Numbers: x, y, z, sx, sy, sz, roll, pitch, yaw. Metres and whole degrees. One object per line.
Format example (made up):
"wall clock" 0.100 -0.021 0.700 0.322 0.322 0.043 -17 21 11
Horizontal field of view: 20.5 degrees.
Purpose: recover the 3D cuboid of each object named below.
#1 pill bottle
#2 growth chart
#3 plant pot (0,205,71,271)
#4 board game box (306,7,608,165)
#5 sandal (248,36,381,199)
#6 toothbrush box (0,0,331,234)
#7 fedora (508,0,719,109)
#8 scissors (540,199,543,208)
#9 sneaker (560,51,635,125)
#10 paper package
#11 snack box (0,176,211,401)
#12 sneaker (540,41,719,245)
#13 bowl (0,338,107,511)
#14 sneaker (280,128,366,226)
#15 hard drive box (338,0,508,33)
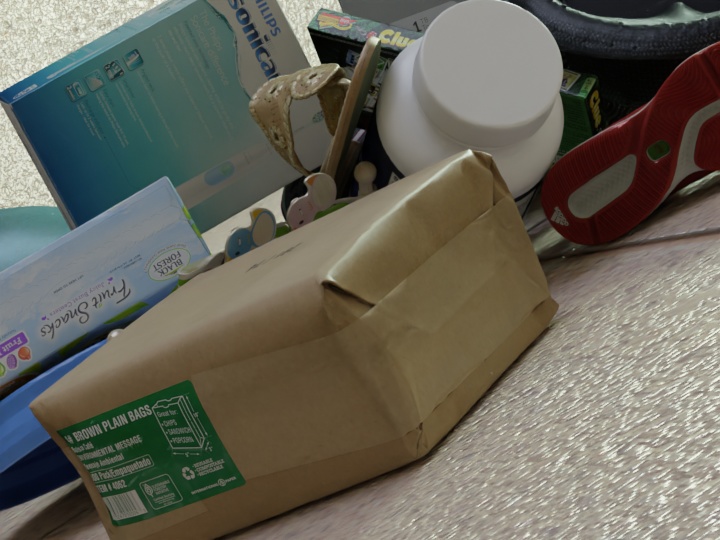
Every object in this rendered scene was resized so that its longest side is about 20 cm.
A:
"pill bottle" 0.059 -0.075 1.183 0.111 0.111 0.200 -31 -15 -20
"growth chart" -0.064 0.026 1.169 0.200 0.145 0.018 -33 50 -18
"plant pot" -0.232 0.039 1.525 0.187 0.201 0.200 -11 14 24
"board game box" 0.066 -0.107 1.273 0.199 0.105 0.024 18 61 26
"sandal" -0.036 -0.086 1.215 0.212 0.069 0.078 101 -170 -70
"toothbrush box" -0.130 -0.105 1.392 0.199 0.147 0.085 -31 17 -9
"fedora" 0.195 -0.161 1.240 0.199 0.092 0.201 -8 43 8
"scissors" 0.189 -0.087 1.398 0.073 0.014 0.200 -28 5 37
"sneaker" 0.110 -0.139 1.353 0.071 0.093 0.199 -56 -35 8
"paper package" -0.030 0.043 0.997 0.199 0.104 0.191 -23 9 33
"snack box" -0.169 0.029 1.271 0.168 0.068 0.200 -30 -12 -4
"sneaker" 0.199 -0.093 1.162 0.199 0.079 0.116 -25 9 19
"bowl" -0.167 0.087 1.248 0.200 0.040 0.201 -30 -10 -6
"sneaker" 0.021 -0.076 1.422 0.199 0.074 0.087 -21 3 22
"hard drive box" 0.074 -0.204 1.423 0.155 0.077 0.200 -19 -2 11
